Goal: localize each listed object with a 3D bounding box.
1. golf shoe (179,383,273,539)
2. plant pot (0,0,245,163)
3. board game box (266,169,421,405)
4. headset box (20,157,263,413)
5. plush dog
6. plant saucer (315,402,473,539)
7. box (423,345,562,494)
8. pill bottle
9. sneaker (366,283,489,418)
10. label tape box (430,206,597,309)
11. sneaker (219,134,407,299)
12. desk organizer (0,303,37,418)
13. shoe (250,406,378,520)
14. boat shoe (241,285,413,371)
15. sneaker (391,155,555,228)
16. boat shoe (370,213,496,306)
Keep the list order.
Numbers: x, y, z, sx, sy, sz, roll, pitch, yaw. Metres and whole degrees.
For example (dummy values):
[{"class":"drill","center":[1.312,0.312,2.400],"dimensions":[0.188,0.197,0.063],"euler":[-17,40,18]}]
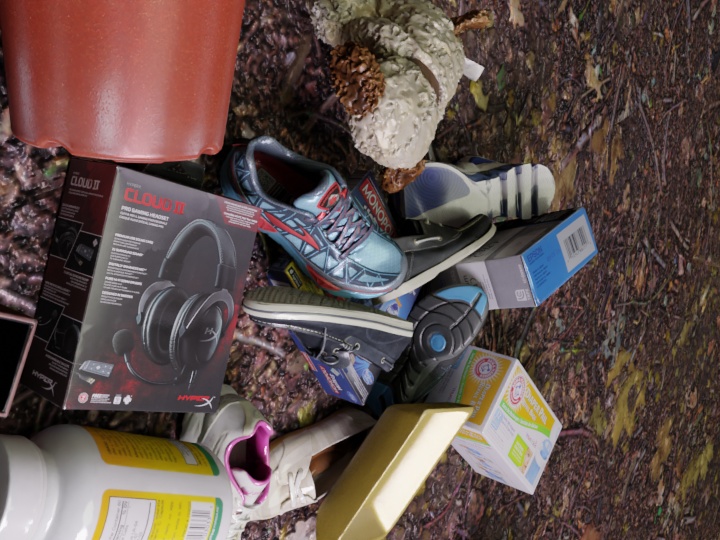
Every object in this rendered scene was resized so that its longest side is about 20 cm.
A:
[{"class":"golf shoe","center":[-0.127,0.213,0.741],"dimensions":[0.075,0.091,0.204],"euler":[-7,105,-49]},{"class":"plant pot","center":[-0.160,-0.186,0.542],"dimensions":[0.199,0.199,0.199],"euler":[-13,116,-46]},{"class":"board game box","center":[0.000,0.000,0.857],"dimensions":[0.201,0.061,0.202],"euler":[-51,133,-29]},{"class":"headset box","center":[-0.172,0.007,0.650],"dimensions":[0.148,0.076,0.204],"euler":[14,90,-49]},{"class":"plush dog","center":[0.040,-0.174,0.766],"dimensions":[0.201,0.158,0.174],"euler":[54,43,-43]},{"class":"plant saucer","center":[0.033,0.222,0.897],"dimensions":[0.202,0.048,0.200],"euler":[-57,157,5]},{"class":"box","center":[0.183,0.201,1.085],"dimensions":[0.113,0.100,0.200],"euler":[-60,136,-20]},{"class":"pill bottle","center":[-0.206,0.183,0.625],"dimensions":[0.199,0.112,0.115],"euler":[24,81,-49]},{"class":"sneaker","center":[0.081,0.086,0.923],"dimensions":[0.200,0.074,0.081],"euler":[-49,159,28]},{"class":"label tape box","center":[0.157,-0.008,0.949],"dimensions":[0.143,0.198,0.064],"euler":[-32,105,-40]},{"class":"sneaker","center":[-0.038,-0.045,0.709],"dimensions":[0.198,0.095,0.080],"euler":[34,68,-8]},{"class":"desk organizer","center":[-0.292,0.114,0.535],"dimensions":[0.071,0.076,0.203],"euler":[21,83,-49]},{"class":"shoe","center":[-0.051,0.205,0.853],"dimensions":[0.199,0.053,0.071],"euler":[-28,119,-42]},{"class":"boat shoe","center":[-0.028,0.058,0.742],"dimensions":[0.198,0.074,0.063],"euler":[17,94,-45]},{"class":"sneaker","center":[0.122,-0.096,0.964],"dimensions":[0.196,0.115,0.082],"euler":[-4,102,-18]},{"class":"boat shoe","center":[0.074,-0.029,0.836],"dimensions":[0.199,0.072,0.068],"euler":[-26,87,-42]}]
